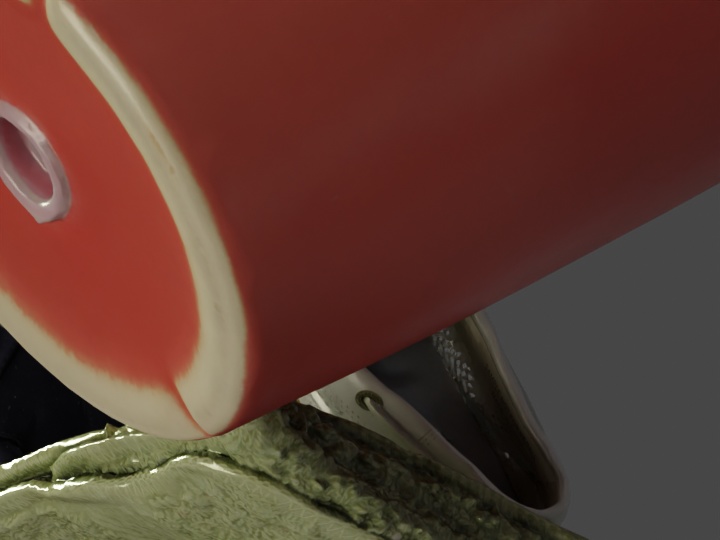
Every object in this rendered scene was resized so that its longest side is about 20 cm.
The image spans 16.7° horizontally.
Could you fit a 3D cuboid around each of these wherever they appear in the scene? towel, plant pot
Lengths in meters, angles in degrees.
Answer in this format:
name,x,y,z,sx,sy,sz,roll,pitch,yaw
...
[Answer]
name,x,y,z,sx,sy,sz,roll,pitch,yaw
towel,0.003,0.090,0.667,0.148,0.200,0.037,-18,49,52
plant pot,-0.012,-0.068,0.567,0.200,0.177,0.201,38,150,27

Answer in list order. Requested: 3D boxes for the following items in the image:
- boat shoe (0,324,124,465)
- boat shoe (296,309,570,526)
name,x,y,z,sx,sy,sz,roll,pitch,yaw
boat shoe,-0.116,0.005,0.866,0.075,0.093,0.201,-17,91,56
boat shoe,0.000,0.000,0.725,0.200,0.071,0.069,55,143,9
